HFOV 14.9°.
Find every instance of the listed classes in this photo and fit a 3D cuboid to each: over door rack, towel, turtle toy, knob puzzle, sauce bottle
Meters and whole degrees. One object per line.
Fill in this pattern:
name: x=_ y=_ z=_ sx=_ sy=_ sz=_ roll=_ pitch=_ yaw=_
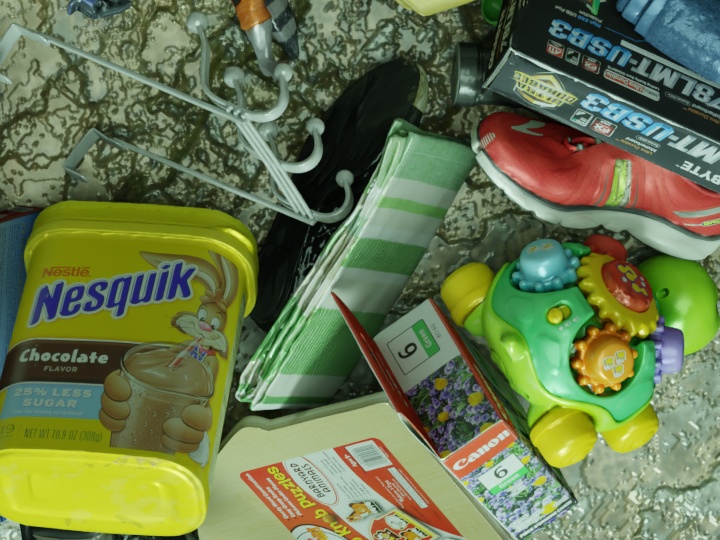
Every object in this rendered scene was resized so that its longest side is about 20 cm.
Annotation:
over door rack: x=-0.110 y=-0.099 z=1.683 sx=0.199 sy=0.148 sz=0.067 roll=11 pitch=68 yaw=23
towel: x=0.257 y=-0.139 z=1.669 sx=0.200 sy=0.049 sz=0.112 roll=35 pitch=52 yaw=-1
turtle toy: x=0.153 y=0.035 z=1.751 sx=0.101 sy=0.200 sz=0.146 roll=-45 pitch=67 yaw=31
knob puzzle: x=-0.019 y=0.150 z=1.782 sx=0.218 sy=0.031 sz=0.220 roll=7 pitch=139 yaw=6
sauce bottle: x=0.158 y=-0.121 z=1.767 sx=0.199 sy=0.066 sz=0.066 roll=5 pitch=100 yaw=-6
towel: x=0.000 y=0.000 z=1.742 sx=0.023 sy=0.152 sz=0.201 roll=32 pitch=98 yaw=18

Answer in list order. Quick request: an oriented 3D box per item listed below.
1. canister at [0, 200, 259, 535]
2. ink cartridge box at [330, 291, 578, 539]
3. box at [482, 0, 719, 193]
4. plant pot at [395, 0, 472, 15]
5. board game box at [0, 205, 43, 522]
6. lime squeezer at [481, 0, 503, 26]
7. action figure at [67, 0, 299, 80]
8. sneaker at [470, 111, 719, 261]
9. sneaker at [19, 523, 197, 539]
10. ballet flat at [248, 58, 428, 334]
canister: x=-0.147 y=0.060 z=1.696 sx=0.148 sy=0.201 sz=0.087 roll=3 pitch=138 yaw=6
ink cartridge box: x=0.060 y=0.081 z=1.721 sx=0.050 sy=0.109 sz=0.200 roll=-34 pitch=143 yaw=6
box: x=0.188 y=-0.157 z=1.709 sx=0.199 sy=0.050 sz=0.199 roll=22 pitch=54 yaw=-9
plant pot: x=0.050 y=-0.269 z=1.620 sx=0.195 sy=0.194 sz=0.200 roll=39 pitch=101 yaw=-18
board game box: x=-0.235 y=0.064 z=1.753 sx=0.019 sy=0.103 sz=0.201 roll=7 pitch=100 yaw=18
lime squeezer: x=0.070 y=-0.190 z=1.751 sx=0.038 sy=0.070 sz=0.200 roll=-46 pitch=70 yaw=28
action figure: x=-0.105 y=-0.201 z=1.716 sx=0.193 sy=0.105 sz=0.200 roll=45 pitch=70 yaw=-6
sneaker: x=0.162 y=-0.073 z=1.733 sx=0.199 sy=0.077 sz=0.085 roll=13 pitch=132 yaw=-26
sneaker: x=-0.162 y=0.177 z=1.761 sx=0.076 sy=0.114 sz=0.200 roll=-22 pitch=119 yaw=14
ballet flat: x=-0.012 y=-0.047 z=1.782 sx=0.057 sy=0.066 sz=0.201 roll=21 pitch=102 yaw=-48
